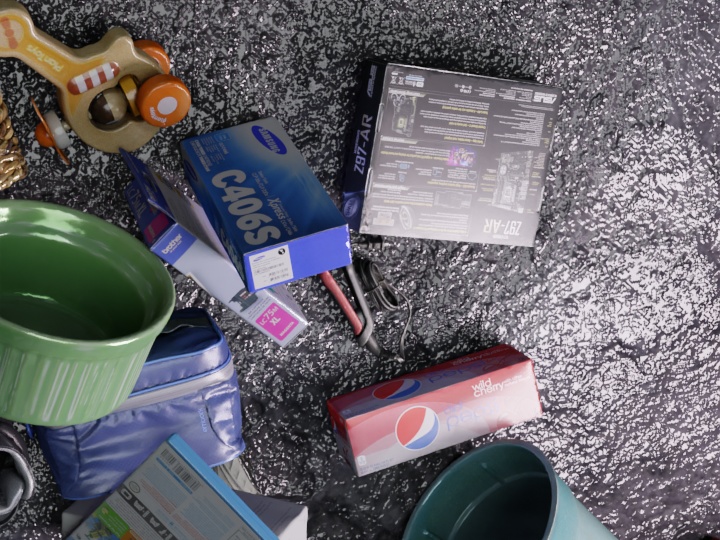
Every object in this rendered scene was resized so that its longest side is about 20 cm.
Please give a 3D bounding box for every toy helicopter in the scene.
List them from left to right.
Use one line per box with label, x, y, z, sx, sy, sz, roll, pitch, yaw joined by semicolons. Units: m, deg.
toy helicopter;-0.252;-0.162;1.336;0.132;0.079;0.200;-45;134;12

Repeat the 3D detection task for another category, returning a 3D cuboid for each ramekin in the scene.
ramekin;-0.259;0.036;1.270;0.200;0.200;0.098;11;120;-20

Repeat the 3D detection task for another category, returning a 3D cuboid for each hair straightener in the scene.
hair straightener;0.000;0.000;1.495;0.077;0.041;0.200;-33;105;-8

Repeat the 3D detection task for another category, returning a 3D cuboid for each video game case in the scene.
video game case;-0.173;0.251;1.350;0.143;0.018;0.200;46;116;0

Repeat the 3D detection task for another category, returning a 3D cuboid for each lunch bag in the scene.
lunch bag;-0.212;0.110;1.404;0.200;0.136;0.133;-14;106;-13

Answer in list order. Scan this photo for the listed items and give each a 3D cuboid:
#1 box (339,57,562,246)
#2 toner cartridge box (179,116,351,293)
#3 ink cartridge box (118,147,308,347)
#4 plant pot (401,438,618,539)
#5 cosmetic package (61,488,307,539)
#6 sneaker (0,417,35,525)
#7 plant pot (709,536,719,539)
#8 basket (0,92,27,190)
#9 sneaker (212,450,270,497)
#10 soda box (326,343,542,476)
box;0.087;-0.109;1.480;0.200;0.044;0.160;3;103;-29
toner cartridge box;-0.086;-0.062;1.368;0.095;0.200;0.043;-16;127;-15
ink cartridge box;-0.140;-0.021;1.385;0.042;0.119;0.200;-44;124;6
plant pot;0.176;0.301;1.557;0.196;0.200;0.200;38;90;-30
cosmetic package;-0.160;0.249;1.415;0.200;0.113;0.081;10;111;19
sneaker;-0.327;0.184;1.365;0.075;0.114;0.200;-14;135;-17
plant pot;0.431;0.397;1.663;0.200;0.200;0.176;23;84;-22
basket;-0.393;-0.117;1.286;0.200;0.143;0.149;-20;109;-13
sneaker;-0.124;0.246;1.509;0.086;0.078;0.200;-26;103;2
soda box;0.074;0.135;1.538;0.200;0.070;0.063;-17;107;-13
